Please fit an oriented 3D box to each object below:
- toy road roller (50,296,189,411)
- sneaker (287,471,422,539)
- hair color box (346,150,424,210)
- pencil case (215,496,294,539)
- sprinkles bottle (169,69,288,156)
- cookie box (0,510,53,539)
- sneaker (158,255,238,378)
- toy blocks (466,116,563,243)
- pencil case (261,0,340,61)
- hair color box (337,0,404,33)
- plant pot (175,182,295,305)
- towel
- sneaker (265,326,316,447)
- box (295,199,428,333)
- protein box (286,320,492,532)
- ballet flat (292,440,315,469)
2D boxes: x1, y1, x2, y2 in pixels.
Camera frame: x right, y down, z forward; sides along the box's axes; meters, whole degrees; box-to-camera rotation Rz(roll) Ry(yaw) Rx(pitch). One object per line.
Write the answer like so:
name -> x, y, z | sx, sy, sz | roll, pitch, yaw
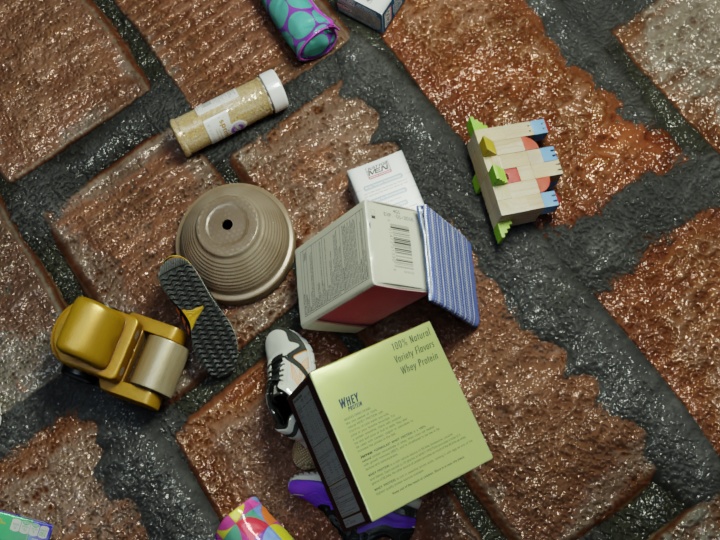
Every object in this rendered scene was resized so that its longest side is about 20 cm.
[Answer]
toy road roller -> -0.367, 0.115, 1.347 | 0.196, 0.146, 0.125 | 17, 72, 9
sneaker -> -0.016, 0.351, 1.287 | 0.195, 0.070, 0.102 | 11, 74, 7
hair color box -> 0.057, -0.078, 1.438 | 0.097, 0.061, 0.204 | -20, 72, -4
pencil case -> -0.118, 0.412, 1.267 | 0.088, 0.089, 0.200 | -42, 72, -11
sprinkles bottle -> -0.220, -0.264, 1.514 | 0.197, 0.068, 0.069 | -28, 71, -6
cookie box -> -0.543, 0.432, 1.248 | 0.168, 0.075, 0.204 | 22, 71, -23
sneaker -> -0.246, 0.065, 1.392 | 0.069, 0.090, 0.203 | -27, 104, -5
toy blocks -> 0.259, -0.157, 1.447 | 0.133, 0.100, 0.204 | -10, 70, -13
pencil case -> -0.116, -0.464, 1.568 | 0.092, 0.085, 0.202 | -37, 71, 20
hair color box -> 0.048, -0.532, 1.596 | 0.099, 0.061, 0.202 | 29, 74, 12
plant pot -> -0.204, -0.055, 1.428 | 0.195, 0.093, 0.206 | -1, 70, 4
towel -> 0.131, -0.002, 1.341 | 0.023, 0.199, 0.148 | -13, 70, 23
sneaker -> -0.107, 0.161, 1.329 | 0.074, 0.079, 0.202 | -41, 49, 22
box -> 0.000, 0.000, 1.330 | 0.107, 0.199, 0.131 | 8, 66, -34
protein box -> 0.035, 0.212, 1.227 | 0.195, 0.135, 0.203 | -20, 77, -25
ballet flat -> -0.024, 0.217, 1.336 | 0.199, 0.065, 0.071 | -41, 78, -10
